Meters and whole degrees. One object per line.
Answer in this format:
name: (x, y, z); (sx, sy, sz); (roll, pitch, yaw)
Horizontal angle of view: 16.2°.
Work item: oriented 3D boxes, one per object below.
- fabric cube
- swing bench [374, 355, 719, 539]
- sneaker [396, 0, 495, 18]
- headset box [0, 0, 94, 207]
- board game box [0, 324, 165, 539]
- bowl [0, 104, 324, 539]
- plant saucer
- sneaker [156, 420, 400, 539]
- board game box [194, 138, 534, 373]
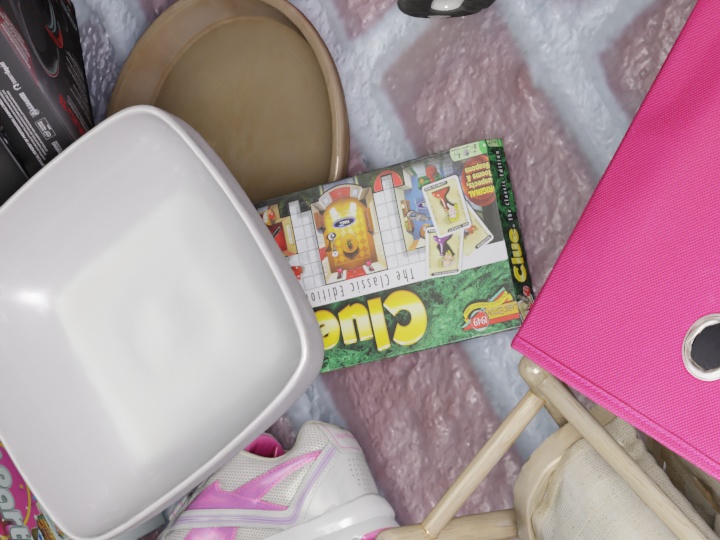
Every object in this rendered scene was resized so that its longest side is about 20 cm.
fabric cube: (0.226, 0.007, 1.097); (0.196, 0.200, 0.200); (33, 98, 39)
swing bench: (0.147, 0.162, 1.179); (0.130, 0.200, 0.199); (-51, 57, 14)
sneaker: (0.057, -0.222, 1.328); (0.201, 0.075, 0.116); (133, 134, -65)
headset box: (-0.222, -0.133, 1.506); (0.075, 0.149, 0.200); (-22, 44, 7)
board game box: (-0.231, 0.115, 1.566); (0.200, 0.064, 0.148); (-17, 96, 39)
bowl: (-0.120, 0.030, 1.415); (0.200, 0.075, 0.200); (-40, 71, 21)
plant saucer: (-0.078, -0.070, 1.501); (0.200, 0.029, 0.201); (-4, 83, 40)
sneaker: (-0.064, 0.142, 1.441); (0.200, 0.081, 0.089); (-22, 70, 29)
board game box: (0.000, 0.000, 1.406); (0.199, 0.023, 0.105); (-15, 87, 32)
